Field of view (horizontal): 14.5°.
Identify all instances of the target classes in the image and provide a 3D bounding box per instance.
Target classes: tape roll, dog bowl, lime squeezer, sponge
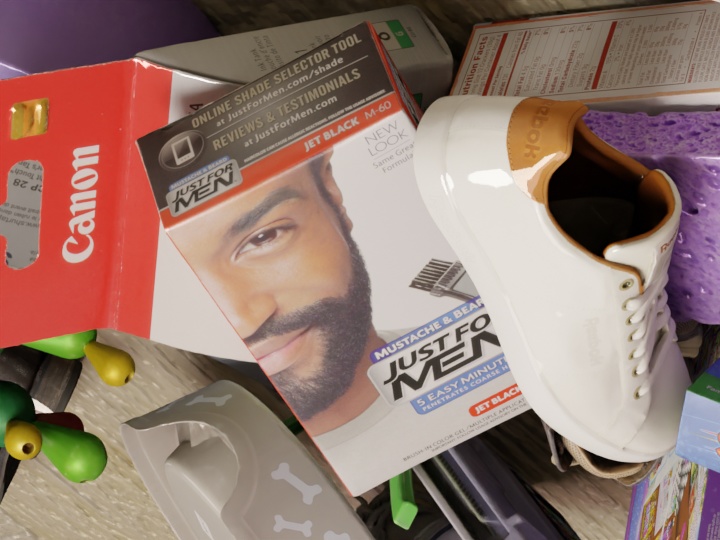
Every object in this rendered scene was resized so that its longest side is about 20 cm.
[{"bbox_3d":[-0.160,-0.071,1.298,0.200,0.085,0.200,14,148,9],"label":"tape roll"},{"bbox_3d":[-0.040,0.141,1.422,0.200,0.059,0.200,50,166,17],"label":"dog bowl"},{"bbox_3d":[0.004,0.075,1.385,0.038,0.071,0.200,13,-178,-22],"label":"lime squeezer"},{"bbox_3d":[0.150,-0.020,1.151,0.200,0.030,0.112,3,143,27],"label":"sponge"}]

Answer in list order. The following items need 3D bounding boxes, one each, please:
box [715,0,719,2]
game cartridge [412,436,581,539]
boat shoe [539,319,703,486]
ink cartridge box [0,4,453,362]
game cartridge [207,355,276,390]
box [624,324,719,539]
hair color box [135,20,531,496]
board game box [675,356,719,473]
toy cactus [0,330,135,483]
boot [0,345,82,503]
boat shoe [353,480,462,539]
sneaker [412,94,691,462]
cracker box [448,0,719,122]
[{"bbox_3d":[0.078,-0.149,1.096,0.200,0.041,0.039,18,148,5],"label":"box"},{"bbox_3d":[0.081,0.132,1.405,0.130,0.038,0.200,38,-173,-32],"label":"game cartridge"},{"bbox_3d":[0.106,0.060,1.308,0.074,0.073,0.200,7,171,-2],"label":"boat shoe"},{"bbox_3d":[-0.066,-0.025,1.217,0.200,0.050,0.161,-13,136,-22],"label":"ink cartridge box"},{"bbox_3d":[-0.025,0.001,1.378,0.133,0.040,0.200,25,147,-14],"label":"game cartridge"},{"bbox_3d":[0.156,0.106,1.281,0.039,0.200,0.137,17,148,-5],"label":"box"},{"bbox_3d":[0.000,0.000,1.198,0.111,0.064,0.200,-27,135,6],"label":"hair color box"},{"bbox_3d":[0.249,0.069,1.161,0.200,0.135,0.034,21,123,24],"label":"board game box"},{"bbox_3d":[-0.210,0.030,1.452,0.165,0.102,0.200,-26,115,40],"label":"toy cactus"},{"bbox_3d":[-0.260,0.060,1.568,0.174,0.069,0.200,27,136,-11],"label":"boot"},{"bbox_3d":[0.019,0.151,1.536,0.086,0.075,0.202,52,167,10],"label":"boat shoe"},{"bbox_3d":[0.099,0.009,1.125,0.085,0.073,0.200,-3,139,36],"label":"sneaker"},{"bbox_3d":[0.152,-0.049,1.188,0.200,0.058,0.134,-3,141,32],"label":"cracker box"}]
